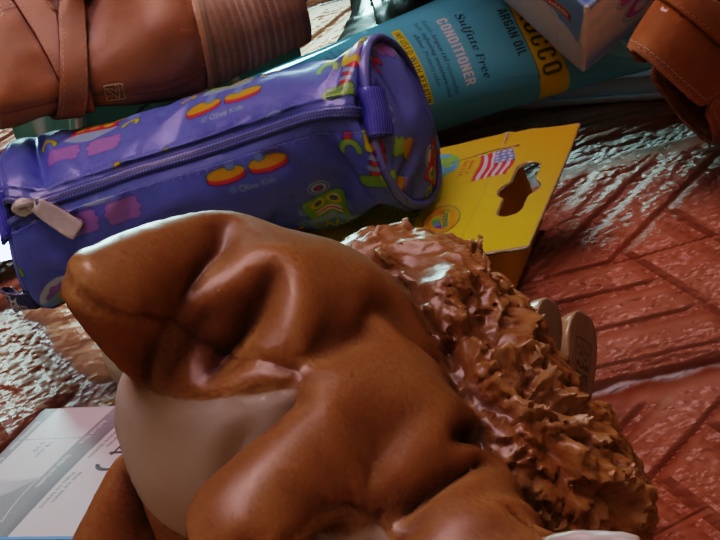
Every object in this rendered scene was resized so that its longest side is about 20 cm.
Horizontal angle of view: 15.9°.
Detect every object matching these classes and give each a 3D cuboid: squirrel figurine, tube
[{"bbox_3d":[0.024,0.069,0.833,0.187,0.142,0.200,33,37,33],"label":"squirrel figurine"},{"bbox_3d":[0.040,-0.098,1.222,0.200,0.077,0.050,-22,-5,-19],"label":"tube"}]

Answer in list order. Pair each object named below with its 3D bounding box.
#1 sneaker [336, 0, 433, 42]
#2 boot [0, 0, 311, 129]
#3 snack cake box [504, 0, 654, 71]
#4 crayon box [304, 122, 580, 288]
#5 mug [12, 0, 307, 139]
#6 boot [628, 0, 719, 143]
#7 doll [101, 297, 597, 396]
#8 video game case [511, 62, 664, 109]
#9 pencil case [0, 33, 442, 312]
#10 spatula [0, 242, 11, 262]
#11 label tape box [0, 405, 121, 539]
[{"bbox_3d":[0.009,-0.109,1.345,0.091,0.076,0.200,-46,9,7],"label":"sneaker"},{"bbox_3d":[-0.126,-0.145,1.200,0.155,0.074,0.200,-18,40,-11],"label":"boot"},{"bbox_3d":[0.137,-0.203,1.213,0.200,0.067,0.115,-41,71,-13],"label":"snack cake box"},{"bbox_3d":[0.000,0.000,1.140,0.200,0.051,0.127,-12,24,23],"label":"crayon box"},{"bbox_3d":[-0.100,-0.111,1.305,0.152,0.185,0.114,12,22,-14],"label":"mug"},{"bbox_3d":[0.169,-0.153,1.116,0.155,0.200,0.074,-45,43,-2],"label":"boot"},{"bbox_3d":[-0.011,0.036,1.011,0.200,0.048,0.136,0,-8,24],"label":"doll"},{"bbox_3d":[0.178,-0.141,1.334,0.182,0.022,0.200,-1,31,39],"label":"video game case"},{"bbox_3d":[-0.067,-0.042,1.121,0.200,0.078,0.087,-15,-5,17],"label":"pencil case"},{"bbox_3d":[-0.258,-0.009,1.415,0.200,0.021,0.057,-7,15,36],"label":"spatula"},{"bbox_3d":[-0.069,0.109,0.944,0.200,0.063,0.144,-5,29,35],"label":"label tape box"}]
